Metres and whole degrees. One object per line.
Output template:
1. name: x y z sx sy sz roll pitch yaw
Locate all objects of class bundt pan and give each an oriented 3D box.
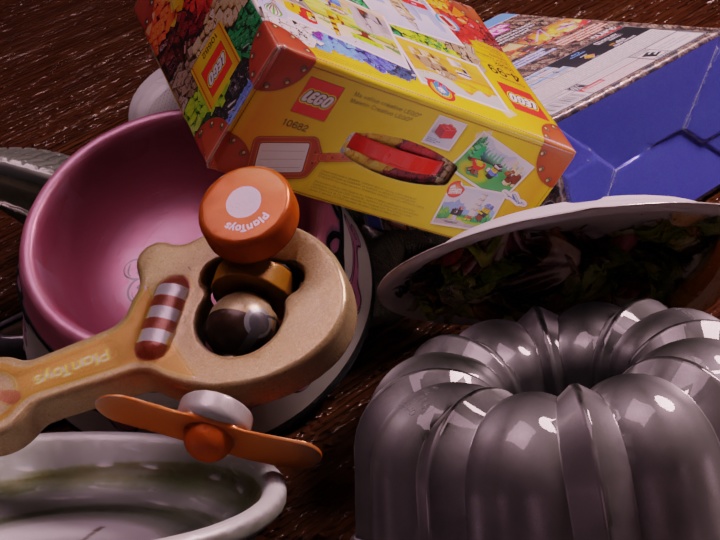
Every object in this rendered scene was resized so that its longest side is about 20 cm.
1. bundt pan: 0.089 0.067 0.726 0.200 0.076 0.202 -9 14 2

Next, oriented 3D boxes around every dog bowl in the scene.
1. dog bowl: -0.094 -0.003 0.924 0.198 0.074 0.201 -5 52 6

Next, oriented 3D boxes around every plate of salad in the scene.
1. plate of salad: 0.108 0.009 0.842 0.198 0.048 0.200 -6 -15 -2

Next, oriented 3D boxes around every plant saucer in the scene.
1. plant saucer: -0.132 0.119 0.766 0.198 0.051 0.200 0 10 0

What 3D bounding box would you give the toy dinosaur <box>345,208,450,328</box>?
1. toy dinosaur: 0.000 0.000 1.004 0.199 0.077 0.102 23 53 28

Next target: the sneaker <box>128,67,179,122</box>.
1. sneaker: -0.058 -0.120 1.184 0.199 0.074 0.116 -17 20 -10

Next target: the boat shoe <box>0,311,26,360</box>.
1. boat shoe: -0.133 0.022 1.021 0.199 0.061 0.074 -28 26 -29

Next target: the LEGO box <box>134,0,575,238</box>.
1. LEGO box: -0.005 -0.103 0.923 0.199 0.077 0.149 15 32 -36

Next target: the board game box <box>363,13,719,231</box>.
1. board game box: 0.111 -0.087 1.086 0.159 0.098 0.199 -28 26 -31

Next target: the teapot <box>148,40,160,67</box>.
1. teapot: -0.060 -0.212 1.139 0.199 0.147 0.197 11 34 34

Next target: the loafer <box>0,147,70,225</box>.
1. loafer: -0.180 -0.031 1.103 0.199 0.070 0.075 15 11 12

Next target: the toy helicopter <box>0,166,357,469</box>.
1. toy helicopter: -0.096 0.046 0.801 0.199 0.079 0.133 -20 54 3
